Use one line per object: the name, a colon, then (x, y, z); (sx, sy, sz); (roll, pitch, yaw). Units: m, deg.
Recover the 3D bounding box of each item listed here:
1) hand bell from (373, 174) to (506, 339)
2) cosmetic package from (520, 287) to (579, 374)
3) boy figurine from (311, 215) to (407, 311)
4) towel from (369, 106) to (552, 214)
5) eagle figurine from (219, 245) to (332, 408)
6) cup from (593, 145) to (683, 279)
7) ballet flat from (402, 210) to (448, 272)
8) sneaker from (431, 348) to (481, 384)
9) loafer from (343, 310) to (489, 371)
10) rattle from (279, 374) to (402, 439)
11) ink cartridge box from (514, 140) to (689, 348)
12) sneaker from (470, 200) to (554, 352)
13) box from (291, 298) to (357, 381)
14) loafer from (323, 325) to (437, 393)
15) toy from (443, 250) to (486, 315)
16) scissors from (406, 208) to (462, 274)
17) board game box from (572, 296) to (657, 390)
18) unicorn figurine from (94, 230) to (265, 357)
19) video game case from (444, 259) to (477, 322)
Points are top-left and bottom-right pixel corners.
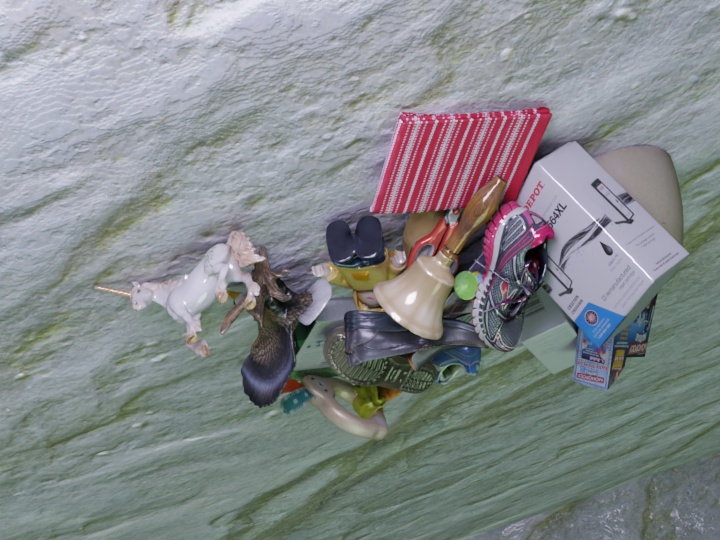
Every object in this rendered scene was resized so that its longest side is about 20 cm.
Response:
hand bell: (0.111, -0.027, 1.175); (0.103, 0.104, 0.201); (13, 119, -46)
cosmetic package: (0.295, 0.078, 1.549); (0.080, 0.114, 0.200); (-26, 154, 16)
boy figurine: (0.000, 0.000, 1.264); (0.122, 0.066, 0.201); (-7, 154, 4)
towel: (0.115, -0.126, 1.129); (0.197, 0.023, 0.146); (-6, 139, -22)
eagle figurine: (-0.110, 0.064, 1.264); (0.150, 0.152, 0.201); (-28, 144, -10)
cup: (0.351, -0.047, 1.315); (0.197, 0.145, 0.201); (-15, 153, -8)
ballet flat: (0.088, -0.020, 1.291); (0.067, 0.064, 0.201); (-10, 152, -11)
sneaker: (0.104, 0.143, 1.569); (0.198, 0.078, 0.075); (-18, 158, 34)
loafer: (0.075, 0.096, 1.289); (0.196, 0.074, 0.073); (4, 173, 3)
rattle: (-0.025, 0.166, 1.489); (0.198, 0.131, 0.143); (28, 122, -21)
ink cartridge box: (0.276, -0.032, 1.207); (0.084, 0.200, 0.147); (-28, 156, -34)
sneaker: (0.188, 0.019, 1.211); (0.080, 0.074, 0.203); (-28, 132, -35)
box: (-0.037, 0.105, 1.479); (0.142, 0.037, 0.201); (-4, 148, -26)
loafer: (0.022, 0.127, 1.443); (0.198, 0.068, 0.076); (24, 108, -33)
toy: (0.187, 0.024, 1.318); (0.116, 0.047, 0.199); (-54, 153, 21)
scissors: (0.106, -0.065, 1.208); (0.072, 0.014, 0.202); (0, 127, -18)
board game box: (0.393, 0.079, 1.525); (0.061, 0.204, 0.199); (14, -176, 34)
unicorn figurine: (-0.197, 0.028, 1.159); (0.198, 0.138, 0.074); (-34, 136, 0)
video game case: (0.140, 0.039, 1.401); (0.198, 0.026, 0.181); (-16, 155, -46)
